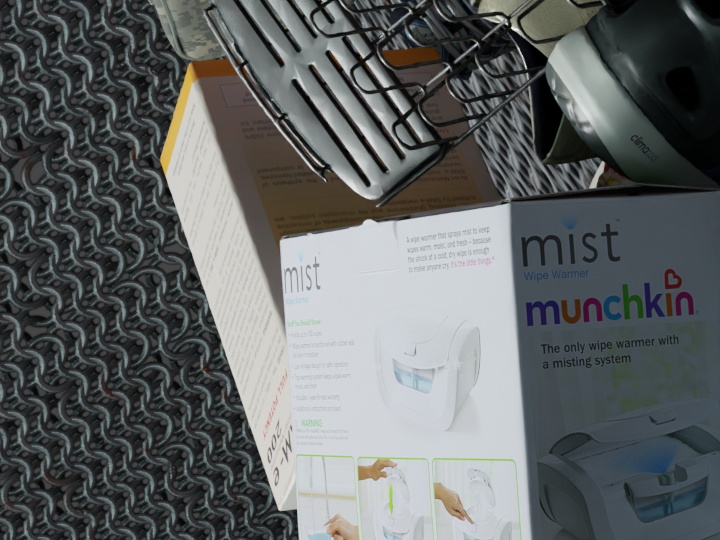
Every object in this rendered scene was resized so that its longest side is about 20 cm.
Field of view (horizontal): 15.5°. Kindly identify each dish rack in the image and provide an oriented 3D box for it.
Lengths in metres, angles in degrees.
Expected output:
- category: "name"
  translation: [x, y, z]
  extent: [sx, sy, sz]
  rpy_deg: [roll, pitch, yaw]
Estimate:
- category: "dish rack"
  translation: [0.018, -0.121, 1.030]
  extent: [0.153, 0.200, 0.055]
  rpy_deg: [55, -146, 6]

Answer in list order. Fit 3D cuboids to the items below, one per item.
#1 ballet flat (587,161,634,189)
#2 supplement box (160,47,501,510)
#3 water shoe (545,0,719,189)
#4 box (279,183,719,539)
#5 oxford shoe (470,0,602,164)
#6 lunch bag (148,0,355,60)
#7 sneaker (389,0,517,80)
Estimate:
- category: "ballet flat"
  translation: [0.138, -0.031, 1.274]
  extent: [0.200, 0.076, 0.064]
  rpy_deg: [135, 132, -83]
- category: "supplement box"
  translation: [0.000, 0.000, 1.175]
  extent: [0.074, 0.126, 0.200]
  rpy_deg: [113, 146, -48]
- category: "water shoe"
  translation: [0.141, -0.066, 0.986]
  extent: [0.072, 0.079, 0.200]
  rpy_deg: [58, -159, 15]
- category: "box"
  translation: [0.051, 0.064, 0.993]
  extent: [0.200, 0.097, 0.177]
  rpy_deg: [171, 96, -65]
- category: "oxford shoe"
  translation: [0.077, -0.131, 1.056]
  extent: [0.071, 0.074, 0.200]
  rpy_deg: [-133, 21, -65]
- category: "lunch bag"
  translation: [-0.085, -0.244, 1.596]
  extent: [0.200, 0.139, 0.168]
  rpy_deg: [73, 178, -70]
- category: "sneaker"
  translation: [0.062, -0.122, 1.234]
  extent: [0.077, 0.085, 0.200]
  rpy_deg: [57, 174, -6]
